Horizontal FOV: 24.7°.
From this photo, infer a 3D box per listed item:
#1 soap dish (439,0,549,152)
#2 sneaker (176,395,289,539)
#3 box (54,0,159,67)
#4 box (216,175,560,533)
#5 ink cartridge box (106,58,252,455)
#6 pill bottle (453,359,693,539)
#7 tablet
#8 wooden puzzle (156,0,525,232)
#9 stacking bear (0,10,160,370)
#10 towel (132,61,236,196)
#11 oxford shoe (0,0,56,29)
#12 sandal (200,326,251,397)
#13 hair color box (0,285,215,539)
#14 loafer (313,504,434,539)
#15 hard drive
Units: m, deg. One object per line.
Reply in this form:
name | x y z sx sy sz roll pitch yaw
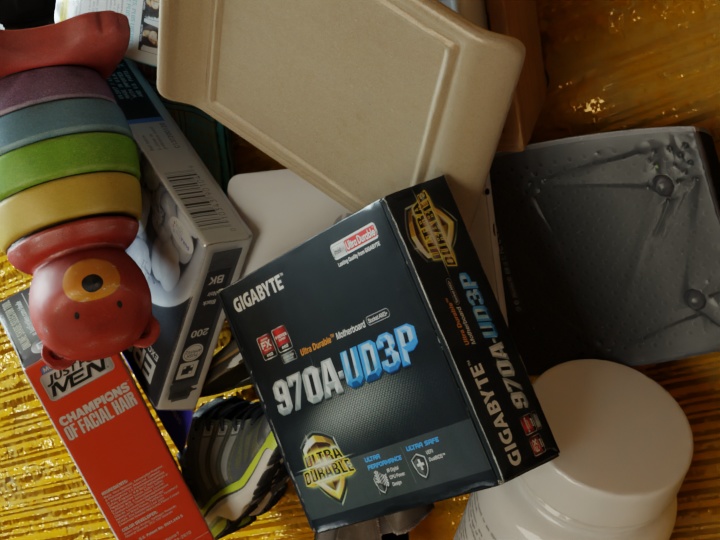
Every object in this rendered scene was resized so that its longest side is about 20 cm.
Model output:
soap dish | 0.023 -0.169 0.917 0.157 0.081 0.200 6 114 40
sneaker | -0.082 0.119 1.151 0.081 0.074 0.200 51 138 12
box | -0.109 -0.170 1.047 0.200 0.049 0.082 19 109 34
box | 0.009 0.054 0.912 0.200 0.046 0.159 -26 85 55
ink cartridge box | -0.153 -0.007 1.112 0.198 0.043 0.200 53 138 36
pill bottle | 0.116 0.150 0.948 0.113 0.113 0.200 38 140 22
tablet | 0.000 0.000 0.977 0.200 0.014 0.130 -3 97 40
wooden puzzle | -0.015 -0.109 0.867 0.200 0.037 0.185 30 148 11
stacking bear | -0.183 -0.041 1.016 0.114 0.121 0.200 136 119 -67
towel | -0.142 -0.068 1.157 0.146 0.022 0.200 13 118 36
oxford shoe | -0.245 -0.220 1.141 0.084 0.073 0.200 23 117 54
sandal | -0.056 0.024 1.089 0.200 0.082 0.055 -49 58 45
hair color box | -0.173 0.110 1.129 0.111 0.064 0.200 44 161 59
loafer | 0.020 0.130 1.059 0.071 0.073 0.200 21 127 18
hard drive | 0.120 -0.011 0.925 0.200 0.042 0.135 -9 105 38
